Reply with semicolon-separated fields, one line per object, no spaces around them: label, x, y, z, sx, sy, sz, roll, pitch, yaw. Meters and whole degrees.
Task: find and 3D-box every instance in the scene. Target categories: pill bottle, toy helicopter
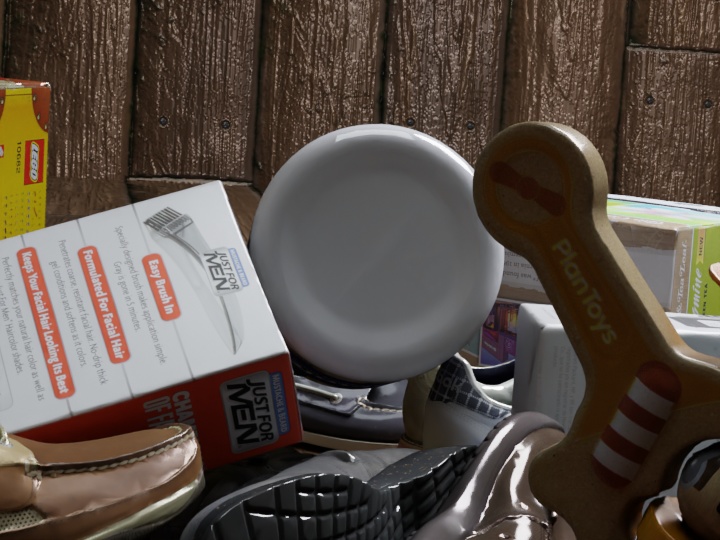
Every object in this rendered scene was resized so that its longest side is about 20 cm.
pill bottle;0.000;0.000;0.890;0.115;0.116;0.200;3;-6;-4
toy helicopter;0.104;0.034;0.612;0.132;0.201;0.079;-34;-12;32

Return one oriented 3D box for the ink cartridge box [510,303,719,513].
ink cartridge box;0.169;0.081;0.816;0.199;0.116;0.067;4;6;-5

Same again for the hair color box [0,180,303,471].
hair color box;-0.135;0.043;0.757;0.199;0.064;0.111;-16;47;-9

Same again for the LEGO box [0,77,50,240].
LEGO box;-0.233;0.006;0.860;0.148;0.201;0.077;6;8;15

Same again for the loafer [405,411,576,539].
loafer;0.052;0.118;0.671;0.071;0.073;0.200;31;27;10

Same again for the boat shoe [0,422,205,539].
boat shoe;-0.151;0.081;0.642;0.199;0.074;0.076;-15;3;-30

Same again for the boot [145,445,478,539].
boot;-0.043;0.110;0.744;0.131;0.070;0.200;-1;-1;32

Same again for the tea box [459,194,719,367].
tea box;0.154;0.019;1.221;0.199;0.134;0.196;8;9;31

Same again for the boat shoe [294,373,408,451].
boat shoe;-0.018;0.065;1.048;0.199;0.063;0.073;6;7;15

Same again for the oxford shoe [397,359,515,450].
oxford shoe;0.120;0.079;0.970;0.199;0.074;0.071;2;7;-11

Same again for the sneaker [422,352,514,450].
sneaker;0.128;0.086;0.896;0.199;0.081;0.076;5;5;-14
